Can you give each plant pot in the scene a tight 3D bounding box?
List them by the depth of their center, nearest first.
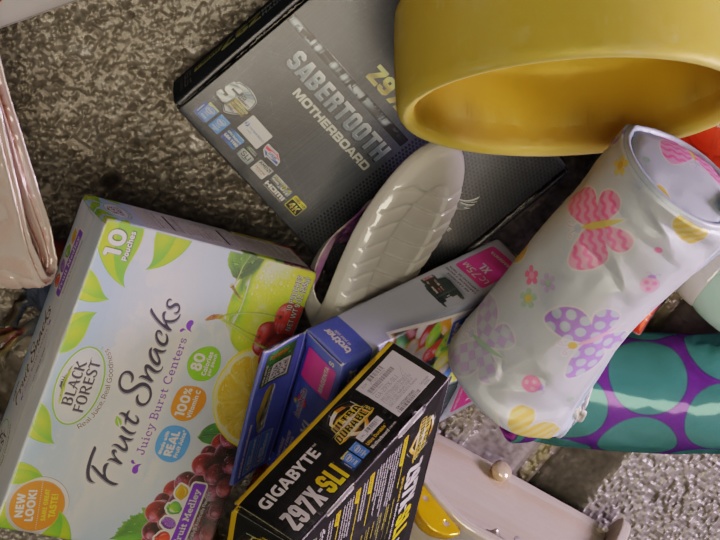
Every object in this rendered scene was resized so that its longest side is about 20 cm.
[{"bbox_3d":[0.116,-0.180,1.303,0.201,0.201,0.189,-1,76,-6],"label":"plant pot"}]

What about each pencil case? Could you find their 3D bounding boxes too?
[{"bbox_3d":[0.135,0.009,1.340,0.091,0.083,0.200,49,123,21],"label":"pencil case"},{"bbox_3d":[0.190,0.071,1.480,0.200,0.085,0.093,2,73,-6],"label":"pencil case"}]

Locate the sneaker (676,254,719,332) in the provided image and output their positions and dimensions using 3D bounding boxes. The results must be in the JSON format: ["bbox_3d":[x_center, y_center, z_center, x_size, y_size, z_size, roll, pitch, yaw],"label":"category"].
[{"bbox_3d":[0.308,-0.017,1.429,0.200,0.074,0.118,-44,79,-3],"label":"sneaker"}]

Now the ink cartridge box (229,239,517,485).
[{"bbox_3d":[0.013,0.064,1.403,0.200,0.042,0.119,-22,144,-37],"label":"ink cartridge box"}]

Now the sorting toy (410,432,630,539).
[{"bbox_3d":[0.048,0.206,1.528,0.200,0.107,0.180,30,125,-16],"label":"sorting toy"}]

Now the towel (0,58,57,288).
[{"bbox_3d":[-0.282,-0.080,1.348,0.200,0.032,0.191,2,114,29],"label":"towel"}]

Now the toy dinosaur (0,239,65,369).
[{"bbox_3d":[-0.186,0.010,1.441,0.200,0.105,0.182,-43,103,-24],"label":"toy dinosaur"}]

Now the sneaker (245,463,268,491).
[{"bbox_3d":[-0.043,0.200,1.483,0.077,0.073,0.200,13,73,-24],"label":"sneaker"}]

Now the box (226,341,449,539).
[{"bbox_3d":[-0.022,0.162,1.347,0.049,0.160,0.200,29,139,17],"label":"box"}]

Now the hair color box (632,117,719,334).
[{"bbox_3d":[0.207,-0.065,1.411,0.061,0.102,0.200,32,107,7],"label":"hair color box"}]

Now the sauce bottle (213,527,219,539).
[{"bbox_3d":[-0.119,0.200,1.437,0.065,0.200,0.065,-1,110,-4],"label":"sauce bottle"}]

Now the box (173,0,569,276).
[{"bbox_3d":[0.007,-0.089,1.413,0.158,0.051,0.200,-39,112,10],"label":"box"}]

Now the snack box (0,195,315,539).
[{"bbox_3d":[-0.129,0.067,1.370,0.142,0.053,0.200,14,105,-27],"label":"snack box"}]

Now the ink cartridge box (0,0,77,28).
[{"bbox_3d":[-0.154,-0.242,1.316,0.200,0.086,0.147,-19,112,4],"label":"ink cartridge box"}]

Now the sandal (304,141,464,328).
[{"bbox_3d":[-0.004,0.000,1.393,0.050,0.082,0.203,39,115,26],"label":"sandal"}]
